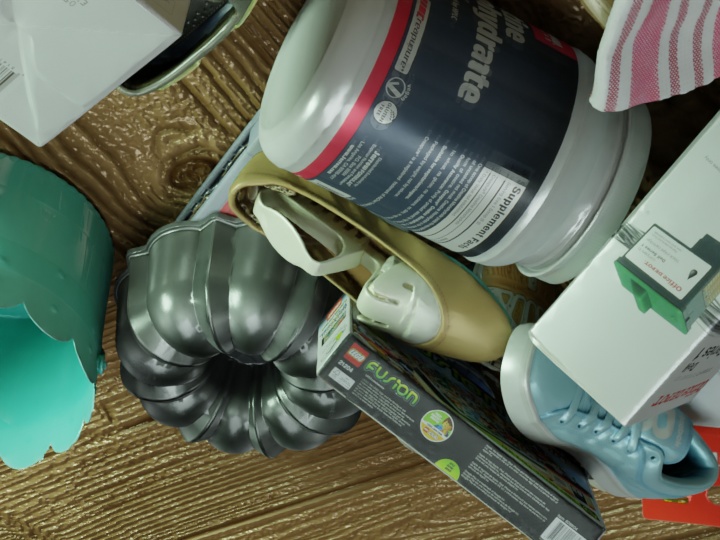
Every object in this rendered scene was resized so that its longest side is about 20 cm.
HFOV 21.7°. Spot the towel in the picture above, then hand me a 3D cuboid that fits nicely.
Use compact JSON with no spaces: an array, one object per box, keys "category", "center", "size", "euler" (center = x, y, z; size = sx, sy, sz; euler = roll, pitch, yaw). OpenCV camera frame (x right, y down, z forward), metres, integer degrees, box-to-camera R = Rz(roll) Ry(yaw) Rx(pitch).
[{"category":"towel","center":[0.215,-0.158,0.962],"size":[0.199,0.030,0.147],"euler":[-19,144,-21]}]

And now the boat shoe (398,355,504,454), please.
[{"category":"boat shoe","center":[0.062,0.090,1.319],"size":[0.072,0.073,0.200],"euler":[-30,142,9]}]

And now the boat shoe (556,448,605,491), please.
[{"category":"boat shoe","center":[0.166,0.111,1.312],"size":[0.067,0.072,0.200],"euler":[-14,162,27]}]

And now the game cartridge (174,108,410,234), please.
[{"category":"game cartridge","center":[-0.044,-0.029,1.258],"size":[0.133,0.041,0.200],"euler":[22,137,-20]}]

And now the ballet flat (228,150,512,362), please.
[{"category":"ballet flat","center":[0.000,0.000,1.144],"size":[0.200,0.063,0.069],"euler":[37,130,16]}]

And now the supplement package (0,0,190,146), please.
[{"category":"supplement package","center":[-0.156,-0.191,0.974],"size":[0.121,0.201,0.120],"euler":[36,131,-27]}]

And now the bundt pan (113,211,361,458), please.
[{"category":"bundt pan","center":[-0.076,0.057,1.276],"size":[0.201,0.076,0.202],"euler":[4,138,4]}]

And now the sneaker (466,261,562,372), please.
[{"category":"sneaker","center":[0.095,0.038,1.237],"size":[0.087,0.076,0.200],"euler":[-1,163,24]}]

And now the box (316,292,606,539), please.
[{"category":"box","center":[0.060,0.095,1.167],"size":[0.200,0.110,0.035],"euler":[38,101,-10]}]

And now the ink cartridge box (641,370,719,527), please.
[{"category":"ink cartridge box","center":[0.246,0.091,1.221],"size":[0.159,0.047,0.201],"euler":[3,113,25]}]

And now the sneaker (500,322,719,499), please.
[{"category":"sneaker","center":[0.162,0.086,1.164],"size":[0.082,0.074,0.200],"euler":[-3,155,36]}]

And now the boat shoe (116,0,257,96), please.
[{"category":"boat shoe","center":[-0.085,-0.174,1.085],"size":[0.072,0.060,0.202],"euler":[29,134,-21]}]

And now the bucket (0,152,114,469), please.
[{"category":"bucket","center":[-0.266,0.026,1.280],"size":[0.206,0.135,0.208],"euler":[6,138,5]}]

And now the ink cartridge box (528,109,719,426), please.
[{"category":"ink cartridge box","center":[0.208,-0.011,1.094],"size":[0.084,0.146,0.200],"euler":[45,110,17]}]

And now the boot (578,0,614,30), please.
[{"category":"boot","center":[0.171,-0.199,0.970],"size":[0.155,0.073,0.200],"euler":[-30,122,34]}]

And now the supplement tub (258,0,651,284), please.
[{"category":"supplement tub","center":[0.054,-0.088,1.096],"size":[0.199,0.141,0.140],"euler":[25,136,-18]}]
